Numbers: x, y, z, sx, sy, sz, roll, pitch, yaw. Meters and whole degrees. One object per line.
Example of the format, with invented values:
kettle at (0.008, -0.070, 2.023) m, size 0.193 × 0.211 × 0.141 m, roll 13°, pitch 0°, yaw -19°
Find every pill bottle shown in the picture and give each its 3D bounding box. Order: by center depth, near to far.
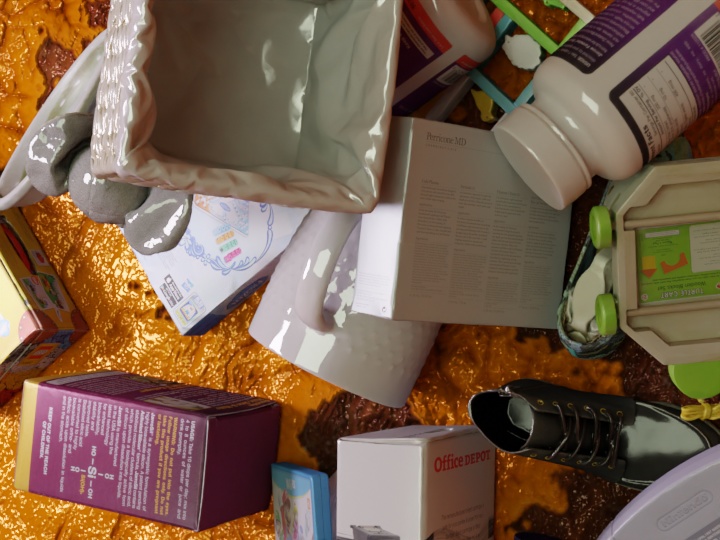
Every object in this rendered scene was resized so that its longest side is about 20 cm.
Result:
pill bottle at (0.202, -0.141, 1.200) m, size 0.200 × 0.112 × 0.112 m, roll -40°, pitch 72°, yaw -6°
pill bottle at (0.007, -0.174, 1.307) m, size 0.199 × 0.112 × 0.113 m, roll -34°, pitch 75°, yaw 21°

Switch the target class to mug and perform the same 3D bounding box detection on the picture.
mug at (0.000, 0.000, 1.284) m, size 0.147 × 0.200 × 0.177 m, roll 27°, pitch 93°, yaw 19°

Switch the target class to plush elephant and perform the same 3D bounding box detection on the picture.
plush elephant at (-0.180, -0.093, 1.316) m, size 0.164 × 0.200 × 0.155 m, roll 40°, pitch 88°, yaw 14°

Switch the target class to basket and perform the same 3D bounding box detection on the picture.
basket at (-0.089, -0.151, 1.159) m, size 0.161 × 0.196 × 0.202 m, roll -174°, pitch 91°, yaw -69°

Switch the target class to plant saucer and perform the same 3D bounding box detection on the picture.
plant saucer at (-0.264, -0.130, 1.449) m, size 0.050 × 0.201 × 0.200 m, roll 35°, pitch 108°, yaw -20°

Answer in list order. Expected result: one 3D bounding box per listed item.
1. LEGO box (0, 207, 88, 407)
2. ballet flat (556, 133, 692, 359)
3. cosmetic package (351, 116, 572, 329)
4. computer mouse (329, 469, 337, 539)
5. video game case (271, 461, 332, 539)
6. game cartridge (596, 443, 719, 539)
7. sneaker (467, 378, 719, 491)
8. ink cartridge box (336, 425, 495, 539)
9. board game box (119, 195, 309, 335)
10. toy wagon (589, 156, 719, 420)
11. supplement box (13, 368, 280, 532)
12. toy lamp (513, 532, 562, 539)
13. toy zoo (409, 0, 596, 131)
LEGO box at (-0.381, 0.019, 1.532) m, size 0.149 × 0.077 × 0.201 m, roll -39°, pitch 73°, yaw 20°
ballet flat at (0.210, -0.021, 1.255) m, size 0.074 × 0.074 × 0.202 m, roll 21°, pitch 98°, yaw 24°
cosmetic package at (0.086, -0.035, 1.241) m, size 0.051 × 0.199 × 0.153 m, roll 11°, pitch 94°, yaw 46°
computer mouse at (-0.020, 0.261, 1.352) m, size 0.043 × 0.110 × 0.202 m, roll 2°, pitch 82°, yaw -13°
video game case at (-0.048, 0.270, 1.345) m, size 0.018 × 0.143 × 0.202 m, roll -3°, pitch 88°, yaw -16°
game cartridge at (0.277, 0.211, 1.212) m, size 0.199 × 0.041 × 0.134 m, roll -37°, pitch 100°, yaw 20°
sneaker at (0.185, 0.136, 1.242) m, size 0.198 × 0.106 × 0.076 m, roll 10°, pitch 93°, yaw 25°
ink cartridge box at (0.047, 0.230, 1.285) m, size 0.083 × 0.145 × 0.202 m, roll 0°, pitch 89°, yaw 28°
board game box at (-0.132, -0.079, 1.433) m, size 0.199 × 0.043 × 0.201 m, roll -38°, pitch 73°, yaw 21°
toy wagon at (0.257, 0.016, 1.215) m, size 0.153 × 0.040 × 0.202 m, roll -5°, pitch 102°, yaw -2°
supplement box at (-0.191, 0.157, 1.410) m, size 0.198 × 0.131 × 0.104 m, roll 8°, pitch 94°, yaw 26°
toy lamp at (0.129, 0.320, 1.294) m, size 0.058 × 0.058 × 0.202 m, roll 12°, pitch 94°, yaw 25°
toy zoo at (0.094, -0.175, 1.339) m, size 0.131 × 0.020 × 0.200 m, roll 45°, pitch 107°, yaw 20°
